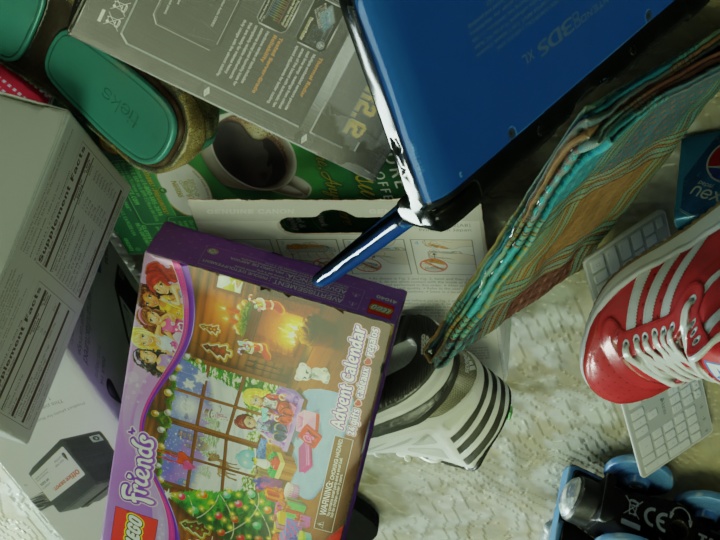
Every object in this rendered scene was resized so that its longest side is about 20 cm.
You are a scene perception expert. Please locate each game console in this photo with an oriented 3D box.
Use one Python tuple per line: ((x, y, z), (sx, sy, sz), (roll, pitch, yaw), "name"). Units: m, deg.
((0.050, -0.105, 0.740), (0.118, 0.200, 0.172), (13, 134, 45), "game console")

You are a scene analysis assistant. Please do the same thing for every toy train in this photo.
((0.209, 0.196, 1.119), (0.199, 0.087, 0.114), (24, 144, -11), "toy train")

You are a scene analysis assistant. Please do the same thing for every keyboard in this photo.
((0.172, 0.048, 0.993), (0.011, 0.056, 0.201), (40, 160, 44), "keyboard")

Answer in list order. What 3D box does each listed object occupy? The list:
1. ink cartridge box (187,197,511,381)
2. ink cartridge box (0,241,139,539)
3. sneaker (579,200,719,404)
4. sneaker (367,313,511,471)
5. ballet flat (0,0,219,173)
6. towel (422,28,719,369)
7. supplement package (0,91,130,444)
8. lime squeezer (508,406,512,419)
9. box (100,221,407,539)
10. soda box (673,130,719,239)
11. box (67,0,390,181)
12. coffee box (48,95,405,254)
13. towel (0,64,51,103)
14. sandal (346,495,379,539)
((0.000, 0.000, 0.953), (0.159, 0.050, 0.201), (0, 146, 9), "ink cartridge box")
((-0.171, 0.068, 1.027), (0.083, 0.146, 0.201), (-20, 131, 9), "ink cartridge box")
((0.169, 0.039, 0.833), (0.071, 0.113, 0.200), (27, 137, -14), "sneaker")
((0.004, 0.102, 1.000), (0.200, 0.076, 0.115), (-24, 136, 36), "sneaker")
((-0.151, -0.126, 0.868), (0.200, 0.071, 0.071), (41, 139, 10), "ballet flat")
((0.116, -0.036, 0.854), (0.022, 0.146, 0.200), (47, 140, 15), "towel")
((-0.250, -0.020, 0.878), (0.198, 0.157, 0.111), (17, 166, 14), "supplement package")
((-0.005, 0.088, 1.077), (0.198, 0.071, 0.038), (-14, 126, -13), "lime squeezer")
((-0.062, 0.084, 0.918), (0.136, 0.039, 0.202), (16, 120, 5), "box")
((0.233, 0.013, 0.920), (0.067, 0.065, 0.201), (-10, 133, 25), "soda box")
((-0.018, -0.162, 0.741), (0.157, 0.048, 0.201), (23, 109, -15), "box")
((-0.059, -0.067, 0.932), (0.198, 0.044, 0.123), (-3, 138, 20), "coffee box")
((-0.278, -0.093, 0.984), (0.144, 0.023, 0.199), (38, 132, -22), "towel")
((-0.067, 0.150, 1.173), (0.199, 0.045, 0.075), (37, 134, -24), "sandal")
